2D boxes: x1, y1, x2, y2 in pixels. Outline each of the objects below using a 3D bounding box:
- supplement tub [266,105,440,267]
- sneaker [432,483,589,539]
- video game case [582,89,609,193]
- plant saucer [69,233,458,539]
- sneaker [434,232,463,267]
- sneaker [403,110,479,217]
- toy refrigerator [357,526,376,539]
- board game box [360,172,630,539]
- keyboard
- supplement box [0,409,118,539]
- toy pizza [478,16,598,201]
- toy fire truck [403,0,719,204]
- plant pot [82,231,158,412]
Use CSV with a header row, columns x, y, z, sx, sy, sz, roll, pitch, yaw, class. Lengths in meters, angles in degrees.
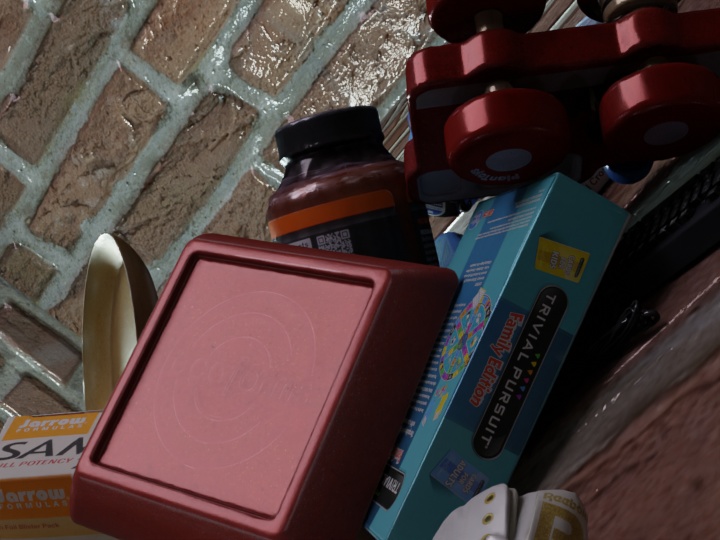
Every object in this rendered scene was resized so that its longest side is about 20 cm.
x,y,z,sx,sy,sz,roll,pitch,yaw,class
0.000,0.000,0.812,0.105,0.203,0.107,-12,-1,0,supplement tub
0.057,0.119,0.439,0.116,0.073,0.200,-61,9,-30,sneaker
0.157,-0.082,0.946,0.183,0.022,0.200,-52,8,13,video game case
-0.066,0.066,0.711,0.197,0.037,0.202,9,64,35,plant saucer
0.030,0.036,0.921,0.078,0.090,0.201,-43,12,51,sneaker
0.067,-0.079,0.874,0.200,0.078,0.090,7,-75,-78,sneaker
-0.046,0.195,0.721,0.070,0.076,0.201,-49,9,25,toy refrigerator
0.061,0.055,0.681,0.202,0.046,0.151,-65,7,-6,board game box
0.137,0.007,0.666,0.200,0.020,0.128,-47,10,48,keyboard
-0.162,0.194,0.833,0.124,0.203,0.074,-6,27,8,supplement box
0.145,-0.125,1.026,0.201,0.032,0.200,-53,5,7,toy pizza
0.119,-0.096,0.711,0.168,0.196,0.114,76,-174,-68,toy fire truck
-0.173,0.074,0.920,0.199,0.027,0.204,179,90,-67,plant pot
